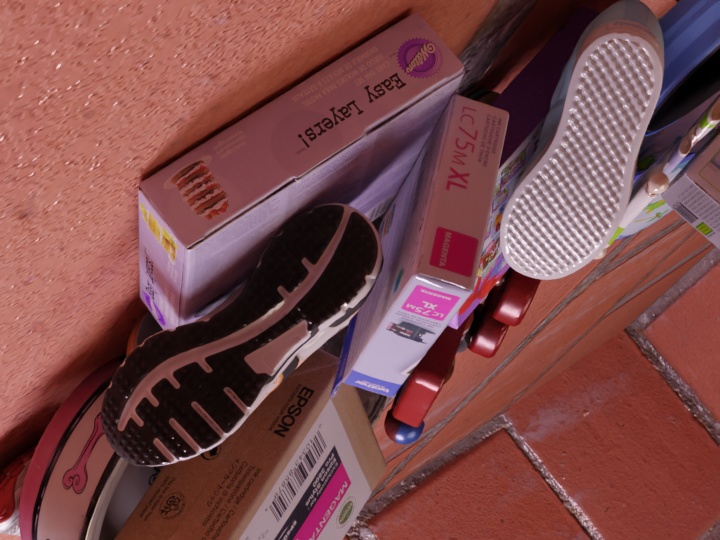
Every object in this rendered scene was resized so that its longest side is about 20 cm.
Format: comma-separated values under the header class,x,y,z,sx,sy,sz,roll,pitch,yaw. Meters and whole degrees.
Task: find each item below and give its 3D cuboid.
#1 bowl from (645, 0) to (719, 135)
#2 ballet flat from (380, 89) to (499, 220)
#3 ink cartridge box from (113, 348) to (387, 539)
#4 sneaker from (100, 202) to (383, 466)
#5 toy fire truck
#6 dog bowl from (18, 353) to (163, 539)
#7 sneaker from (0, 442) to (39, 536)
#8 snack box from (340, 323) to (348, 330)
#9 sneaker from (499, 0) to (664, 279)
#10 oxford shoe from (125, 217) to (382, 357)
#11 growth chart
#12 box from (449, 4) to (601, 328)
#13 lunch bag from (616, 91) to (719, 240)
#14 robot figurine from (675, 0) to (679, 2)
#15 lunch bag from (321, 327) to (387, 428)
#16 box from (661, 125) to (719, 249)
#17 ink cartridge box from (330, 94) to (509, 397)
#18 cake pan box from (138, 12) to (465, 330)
class,x,y,z,sx,sy,sz,roll,pitch,yaw
bowl,0.250,-0.165,1.072,0.201,0.039,0.201,-37,170,-8
ballet flat,0.035,-0.044,1.115,0.200,0.069,0.069,-39,168,4
ink cartridge box,-0.073,0.165,1.089,0.200,0.075,0.165,-57,152,-22
sneaker,-0.061,0.043,0.908,0.200,0.074,0.080,-38,170,7
toy fire truck,0.062,0.054,1.298,0.200,0.112,0.168,114,1,-65
dog bowl,-0.153,0.144,1.087,0.200,0.074,0.200,-44,146,-39
sneaker,-0.213,0.169,1.151,0.078,0.082,0.200,-40,168,9
snack box,0.000,0.000,1.178,0.200,0.072,0.024,-35,124,-14
sneaker,0.149,-0.083,1.015,0.082,0.074,0.200,-64,178,-52
oxford shoe,-0.071,0.012,1.047,0.200,0.071,0.071,-26,-177,-24
growth chart,0.230,-0.100,1.046,0.200,0.018,0.145,-47,175,-18
box,0.109,-0.071,1.088,0.200,0.039,0.137,-48,155,-30
lunch bag,0.249,-0.110,1.352,0.200,0.127,0.170,-44,172,-22
robot figurine,0.243,-0.237,1.008,0.145,0.058,0.200,-39,169,1
lunch bag,-0.060,0.132,1.325,0.168,0.139,0.200,-34,169,-18
box,0.308,-0.098,1.045,0.200,0.101,0.112,-49,175,-3
ink cartridge box,0.032,-0.003,0.940,0.200,0.042,0.119,125,-18,-61
cake pan box,-0.036,-0.049,0.922,0.200,0.052,0.184,-34,170,-16
